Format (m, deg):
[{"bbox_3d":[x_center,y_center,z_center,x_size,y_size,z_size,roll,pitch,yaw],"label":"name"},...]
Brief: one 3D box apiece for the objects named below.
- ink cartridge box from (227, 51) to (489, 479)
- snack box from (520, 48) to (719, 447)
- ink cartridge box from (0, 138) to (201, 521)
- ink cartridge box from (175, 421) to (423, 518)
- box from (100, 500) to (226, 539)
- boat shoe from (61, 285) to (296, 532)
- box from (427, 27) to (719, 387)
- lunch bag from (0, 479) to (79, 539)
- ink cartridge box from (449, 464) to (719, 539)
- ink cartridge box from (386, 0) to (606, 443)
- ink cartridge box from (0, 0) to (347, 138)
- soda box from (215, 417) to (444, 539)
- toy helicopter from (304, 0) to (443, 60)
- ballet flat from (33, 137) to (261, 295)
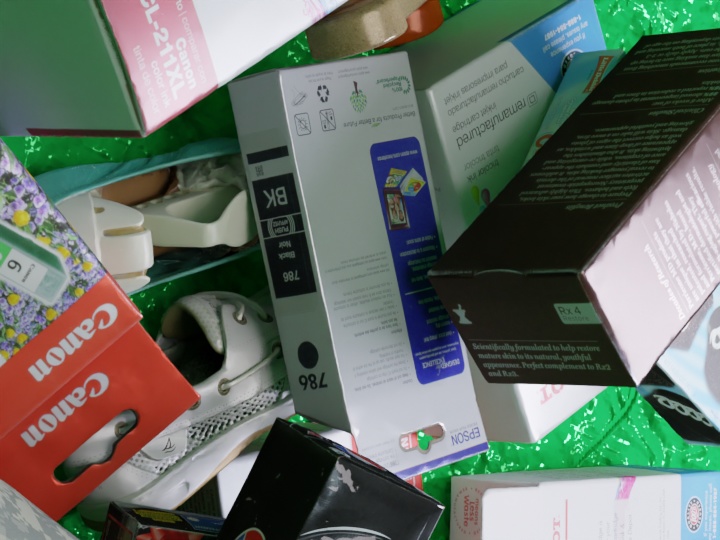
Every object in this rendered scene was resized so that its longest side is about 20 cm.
[{"bbox_3d":[0.000,0.000,1.249,0.099,0.039,0.201,-12,90,-50],"label":"ink cartridge box"},{"bbox_3d":[0.155,-0.009,1.375,0.200,0.037,0.116,44,60,-36],"label":"snack box"},{"bbox_3d":[-0.159,0.024,1.137,0.109,0.050,0.200,-40,114,-6],"label":"ink cartridge box"},{"bbox_3d":[-0.011,0.175,1.332,0.173,0.043,0.201,-13,100,-42],"label":"ink cartridge box"},{"bbox_3d":[-0.073,0.215,1.220,0.136,0.040,0.201,11,97,-28],"label":"box"},{"bbox_3d":[-0.066,0.041,1.254,0.200,0.071,0.070,-42,121,-34],"label":"boat shoe"},{"bbox_3d":[0.134,-0.033,1.258,0.200,0.100,0.075,-45,118,-33],"label":"box"},{"bbox_3d":[-0.172,0.153,1.085,0.200,0.167,0.140,41,64,-37],"label":"lunch bag"},{"bbox_3d":[0.109,0.167,1.431,0.200,0.068,0.116,2,90,-45],"label":"ink cartridge box"},{"bbox_3d":[0.078,-0.027,1.383,0.144,0.084,0.201,-33,115,-40],"label":"ink cartridge box"},{"bbox_3d":[-0.087,-0.140,1.176,0.200,0.145,0.083,-37,117,-37],"label":"ink cartridge box"},{"bbox_3d":[-0.044,0.172,1.160,0.063,0.071,0.201,26,90,-30],"label":"soda box"},{"bbox_3d":[0.030,-0.139,1.265,0.200,0.132,0.079,-50,128,-62],"label":"toy helicopter"},{"bbox_3d":[-0.104,-0.020,1.215,0.200,0.070,0.068,-23,107,-41],"label":"ballet flat"}]
